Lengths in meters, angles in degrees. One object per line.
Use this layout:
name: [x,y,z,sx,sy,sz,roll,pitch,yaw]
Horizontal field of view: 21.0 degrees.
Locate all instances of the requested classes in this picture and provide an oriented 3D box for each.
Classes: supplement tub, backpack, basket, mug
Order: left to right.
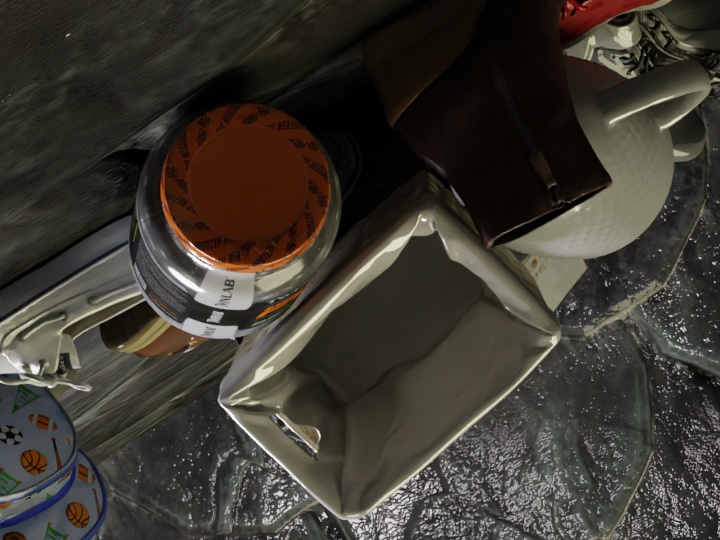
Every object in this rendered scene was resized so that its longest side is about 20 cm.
backpack: [-0.291,0.172,1.500,0.200,0.191,0.154,-30,159,-37]
supplement tub: [-0.079,-0.031,1.188,0.122,0.123,0.200,-32,176,-13]
basket: [0.018,0.044,1.305,0.200,0.136,0.123,-43,-166,12]
mug: [0.157,-0.094,1.381,0.200,0.148,0.175,-27,170,18]

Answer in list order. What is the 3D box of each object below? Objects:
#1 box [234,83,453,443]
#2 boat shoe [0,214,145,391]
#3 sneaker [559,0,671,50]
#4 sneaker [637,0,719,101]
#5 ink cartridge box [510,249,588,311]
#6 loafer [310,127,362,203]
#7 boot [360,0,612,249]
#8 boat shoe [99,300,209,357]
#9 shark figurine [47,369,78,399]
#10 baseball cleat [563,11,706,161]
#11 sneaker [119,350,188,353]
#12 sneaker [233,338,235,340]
box: [0.000,0.000,1.471,0.200,0.197,0.124,-33,157,13]
boat shoe: [-0.216,0.050,1.338,0.202,0.086,0.075,-33,176,-7]
sneaker: [0.159,-0.198,1.363,0.115,0.078,0.200,-31,174,-47]
sneaker: [0.246,-0.200,1.587,0.200,0.080,0.074,16,141,-24]
ink cartridge box: [0.090,-0.041,1.635,0.084,0.175,0.200,-53,163,-2]
loafer: [-0.090,-0.040,1.404,0.200,0.072,0.063,-31,166,20]
boot: [0.115,-0.120,1.270,0.200,0.167,0.072,-30,166,-19]
boat shoe: [-0.098,0.006,1.370,0.200,0.072,0.067,-29,144,35]
shark figurine: [-0.338,0.158,1.719,0.214,0.090,0.128,-35,175,-1]
baseball cleat: [0.207,-0.155,1.522,0.106,0.200,0.070,-42,-151,49]
sneaker: [-0.184,0.049,1.698,0.115,0.076,0.200,-31,178,25]
sneaker: [-0.046,-0.006,1.789,0.200,0.071,0.073,-50,-157,-4]
